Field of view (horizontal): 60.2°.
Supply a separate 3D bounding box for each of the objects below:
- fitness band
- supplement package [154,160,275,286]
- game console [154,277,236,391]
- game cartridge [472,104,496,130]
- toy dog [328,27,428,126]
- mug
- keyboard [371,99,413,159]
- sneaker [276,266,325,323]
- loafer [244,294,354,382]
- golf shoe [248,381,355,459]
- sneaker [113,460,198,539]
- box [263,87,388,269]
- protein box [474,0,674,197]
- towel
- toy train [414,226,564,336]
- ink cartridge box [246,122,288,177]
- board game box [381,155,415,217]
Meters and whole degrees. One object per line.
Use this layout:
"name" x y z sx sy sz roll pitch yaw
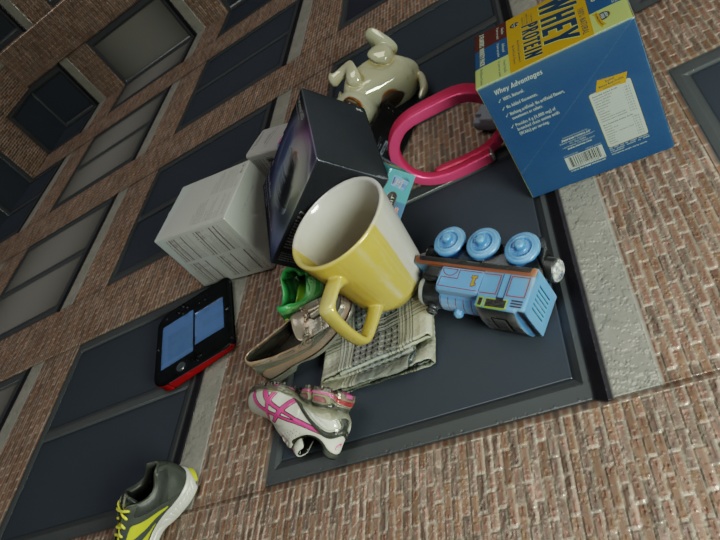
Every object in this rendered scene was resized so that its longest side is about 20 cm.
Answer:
"fitness band" 0.138 -0.211 0.982 0.198 0.144 0.038 -23 41 23
"supplement package" -0.265 -0.088 1.228 0.198 0.151 0.153 -13 45 33
"game console" -0.311 0.116 1.168 0.176 0.031 0.201 -34 37 12
"game cartridge" 0.288 -0.312 1.039 0.132 0.041 0.201 12 62 52
"toy dog" 0.022 -0.348 1.263 0.193 0.140 0.201 35 75 16
"mug" -0.002 -0.006 0.847 0.188 0.153 0.149 -53 38 -10
"keyboard" 0.020 -0.237 1.147 0.021 0.126 0.202 -35 26 57
"sneaker" -0.081 0.006 1.019 0.073 0.084 0.202 -14 44 33
"loafer" -0.093 0.097 0.924 0.200 0.062 0.072 -42 39 24
"golf shoe" -0.094 0.201 0.843 0.198 0.072 0.094 -5 68 46
"sneaker" -0.324 0.358 0.890 0.074 0.085 0.201 12 62 49
"box" -0.065 -0.139 0.974 0.200 0.121 0.202 -59 30 35
"protein box" 0.282 -0.242 0.832 0.196 0.200 0.136 -19 41 28
"towel" 0.022 0.075 0.896 0.190 0.035 0.202 -23 41 25
"toy train" 0.156 0.012 0.788 0.198 0.087 0.115 8 64 41
"ink cartridge box" -0.100 -0.211 1.203 0.198 0.145 0.085 -2 49 41
"board game box" 0.007 -0.110 1.003 0.153 0.046 0.200 -71 24 15
